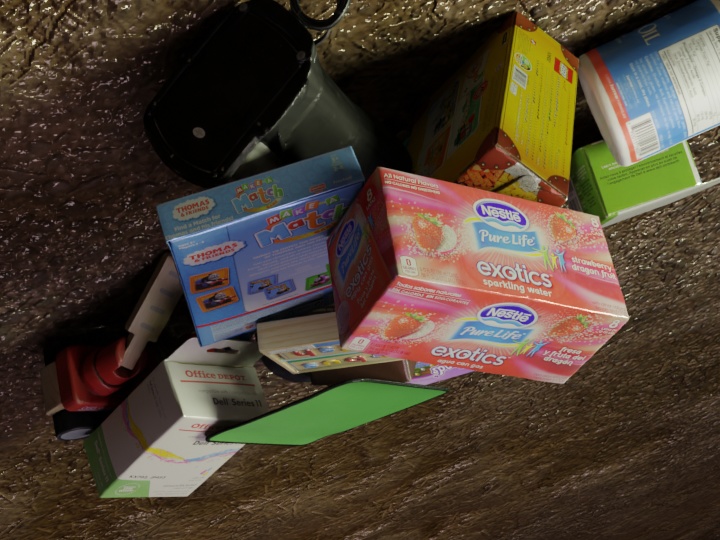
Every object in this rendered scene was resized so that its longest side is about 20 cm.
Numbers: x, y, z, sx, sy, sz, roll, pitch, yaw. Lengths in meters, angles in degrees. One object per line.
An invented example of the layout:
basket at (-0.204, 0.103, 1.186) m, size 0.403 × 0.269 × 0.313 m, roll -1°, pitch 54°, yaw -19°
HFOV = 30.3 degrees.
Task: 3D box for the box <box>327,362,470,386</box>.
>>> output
box at (0.039, 0.060, 1.335) m, size 0.199 × 0.039 × 0.137 m, roll -19°, pitch 131°, yaw 23°

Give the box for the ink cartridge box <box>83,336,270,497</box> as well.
ink cartridge box at (-0.171, 0.149, 1.318) m, size 0.117 × 0.068 × 0.200 m, roll 7°, pitch 139°, yaw -44°

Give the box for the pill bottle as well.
pill bottle at (0.306, -0.184, 1.206) m, size 0.199 × 0.113 × 0.112 m, roll -24°, pitch 154°, yaw 6°

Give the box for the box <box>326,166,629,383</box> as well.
box at (0.085, 0.006, 0.989) m, size 0.198 × 0.103 × 0.095 m, roll 11°, pitch 139°, yaw -25°

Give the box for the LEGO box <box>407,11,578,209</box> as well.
LEGO box at (0.103, -0.098, 1.118) m, size 0.077 × 0.201 × 0.149 m, roll 33°, pitch 130°, yaw -17°

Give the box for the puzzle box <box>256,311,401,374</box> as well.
puzzle box at (0.021, 0.056, 1.144) m, size 0.198 × 0.026 × 0.133 m, roll -8°, pitch 166°, yaw 9°

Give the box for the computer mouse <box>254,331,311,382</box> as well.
computer mouse at (-0.032, 0.112, 1.489) m, size 0.139 × 0.046 × 0.200 m, roll 13°, pitch 173°, yaw 21°

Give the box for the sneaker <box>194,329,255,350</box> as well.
sneaker at (-0.111, 0.020, 1.285) m, size 0.105 × 0.075 × 0.200 m, roll -59°, pitch 169°, yaw -26°

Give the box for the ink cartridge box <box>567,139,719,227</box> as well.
ink cartridge box at (0.312, -0.110, 1.339) m, size 0.198 × 0.076 × 0.148 m, roll -20°, pitch 176°, yaw -3°

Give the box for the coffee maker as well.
coffee maker at (-0.041, -0.116, 1.061) m, size 0.191 × 0.136 × 0.200 m, roll -29°, pitch 153°, yaw 15°

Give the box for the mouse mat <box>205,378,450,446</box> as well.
mouse mat at (-0.031, 0.138, 1.282) m, size 0.199 × 0.008 × 0.160 m, roll -23°, pitch 159°, yaw 32°

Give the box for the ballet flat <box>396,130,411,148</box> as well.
ballet flat at (0.035, -0.056, 1.292) m, size 0.068 × 0.067 × 0.201 m, roll -54°, pitch 144°, yaw -34°

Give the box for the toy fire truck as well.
toy fire truck at (-0.208, 0.082, 1.356) m, size 0.175 × 0.130 × 0.199 m, roll 7°, pitch 153°, yaw -44°

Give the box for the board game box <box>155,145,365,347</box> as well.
board game box at (-0.070, -0.013, 1.042) m, size 0.150 × 0.037 × 0.200 m, roll -18°, pitch 157°, yaw -8°

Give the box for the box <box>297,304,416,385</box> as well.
box at (-0.009, 0.004, 1.231) m, size 0.099 × 0.075 × 0.202 m, roll -3°, pitch 115°, yaw 16°
